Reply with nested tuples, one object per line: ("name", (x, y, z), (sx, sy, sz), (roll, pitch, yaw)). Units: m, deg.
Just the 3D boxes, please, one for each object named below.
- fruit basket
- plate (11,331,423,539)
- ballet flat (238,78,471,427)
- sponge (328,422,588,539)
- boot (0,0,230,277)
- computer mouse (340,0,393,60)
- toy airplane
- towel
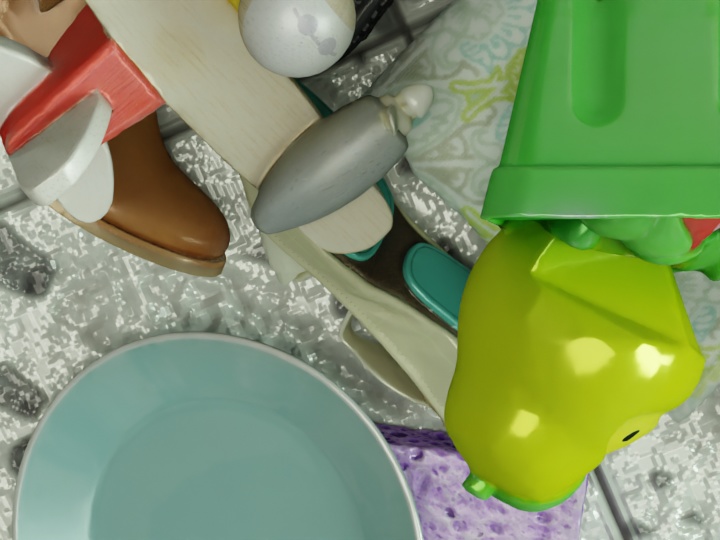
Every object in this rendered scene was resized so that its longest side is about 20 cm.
("fruit basket", (0.109, -0.007, 1.046), (0.154, 0.216, 0.217), (0, 103, 8))
("plate", (-0.061, 0.123, 1.218), (0.199, 0.026, 0.202), (4, 101, 21))
("ballet flat", (0.000, 0.000, 1.182), (0.069, 0.070, 0.200), (-43, 97, 14))
("sponge", (0.034, 0.171, 1.233), (0.111, 0.030, 0.201), (8, 104, 4))
("boot", (-0.100, -0.106, 1.163), (0.200, 0.074, 0.155), (38, 98, -9))
("computer mouse", (0.024, -0.166, 1.151), (0.059, 0.034, 0.200), (44, 106, 16))
("toy airplane", (-0.060, -0.098, 1.060), (0.199, 0.141, 0.201), (-4, 107, -34))
("towel", (0.125, -0.058, 1.159), (0.200, 0.048, 0.171), (44, 103, -5))
